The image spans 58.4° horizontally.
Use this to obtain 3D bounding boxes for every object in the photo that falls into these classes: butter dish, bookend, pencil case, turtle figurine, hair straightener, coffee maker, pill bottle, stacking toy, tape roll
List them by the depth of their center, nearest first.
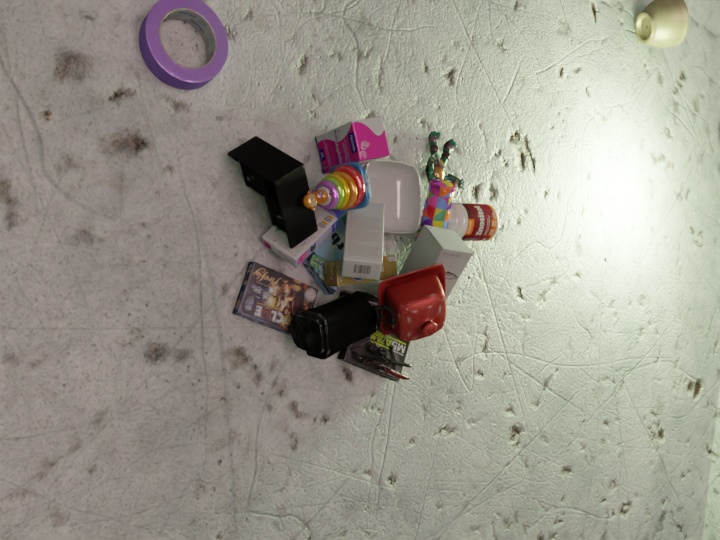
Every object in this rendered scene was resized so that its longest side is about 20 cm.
[{"bbox_3d":[-0.414,-0.535,1.516,0.197,0.065,0.205,3,85,-33],"label":"tape roll"},{"bbox_3d":[-0.072,-0.188,1.557,0.199,0.108,0.119,-27,109,-52],"label":"stacking toy"},{"bbox_3d":[-0.214,-0.194,1.587,0.092,0.199,0.201,-36,140,-25],"label":"bookend"},{"bbox_3d":[-0.050,0.128,1.618,0.198,0.190,0.137,-22,91,-48],"label":"coffee maker"},{"bbox_3d":[0.157,0.113,1.705,0.195,0.149,0.203,-15,131,-12],"label":"butter dish"},{"bbox_3d":[0.061,0.236,1.764,0.197,0.041,0.078,24,77,-25],"label":"hair straightener"},{"bbox_3d":[0.213,-0.161,1.853,0.087,0.088,0.204,-1,116,-33],"label":"pencil case"},{"bbox_3d":[0.238,-0.306,1.920,0.149,0.099,0.204,30,56,-44],"label":"turtle figurine"},{"bbox_3d":[0.316,-0.147,1.954,0.197,0.112,0.116,-2,89,-33],"label":"pill bottle"}]

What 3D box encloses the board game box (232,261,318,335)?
[{"bbox_3d":[-0.212,0.078,1.637,0.198,0.034,0.138,24,75,-30],"label":"board game box"}]

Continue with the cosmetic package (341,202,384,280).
[{"bbox_3d":[0.007,-0.079,1.647,0.099,0.072,0.203,6,52,-2],"label":"cosmetic package"}]

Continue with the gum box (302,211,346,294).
[{"bbox_3d":[-0.069,-0.066,1.734,0.200,0.044,0.171,-47,112,-27],"label":"gum box"}]

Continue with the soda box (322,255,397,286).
[{"bbox_3d":[0.000,0.000,1.711,0.197,0.067,0.066,-6,92,-35],"label":"soda box"}]

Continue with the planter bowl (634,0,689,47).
[{"bbox_3d":[1.170,-0.970,2.535,0.132,0.200,0.204,-15,97,-6],"label":"planter bowl"}]

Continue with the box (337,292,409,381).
[{"bbox_3d":[0.050,0.187,1.800,0.198,0.047,0.197,27,72,-29],"label":"box"}]

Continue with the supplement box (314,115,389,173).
[{"bbox_3d":[-0.023,-0.326,1.684,0.102,0.199,0.103,-17,96,-32],"label":"supplement box"}]

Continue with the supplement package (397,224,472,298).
[{"bbox_3d":[0.203,-0.008,1.813,0.115,0.118,0.202,7,123,-32],"label":"supplement package"}]

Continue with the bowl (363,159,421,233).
[{"bbox_3d":[0.076,-0.204,1.821,0.197,0.074,0.205,2,87,-33],"label":"bowl"}]

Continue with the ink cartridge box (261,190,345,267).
[{"bbox_3d":[-0.143,-0.109,1.651,0.118,0.042,0.200,33,64,21],"label":"ink cartridge box"}]
